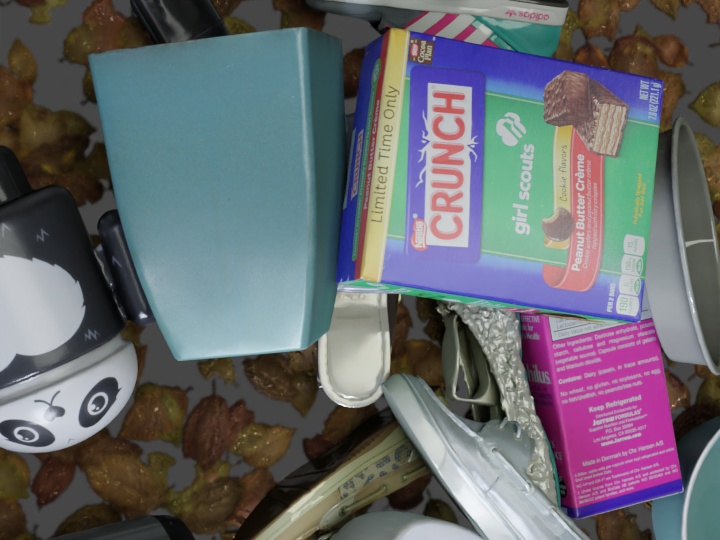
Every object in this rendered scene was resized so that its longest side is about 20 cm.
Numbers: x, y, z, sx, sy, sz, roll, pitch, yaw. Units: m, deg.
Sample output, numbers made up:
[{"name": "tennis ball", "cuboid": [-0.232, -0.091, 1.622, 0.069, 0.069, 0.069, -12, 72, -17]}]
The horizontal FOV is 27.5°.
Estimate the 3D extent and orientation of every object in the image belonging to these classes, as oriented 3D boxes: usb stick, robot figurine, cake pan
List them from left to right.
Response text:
[{"name": "robot figurine", "cuboid": [-0.225, 0.021, 0.967, 0.125, 0.150, 0.201, -31, 103, -51]}, {"name": "usb stick", "cuboid": [-0.099, -0.129, 1.070, 0.055, 0.033, 0.201, -36, 103, -25]}, {"name": "cake pan", "cuboid": [0.249, -0.017, 1.145, 0.036, 0.200, 0.202, -9, 94, 21]}]

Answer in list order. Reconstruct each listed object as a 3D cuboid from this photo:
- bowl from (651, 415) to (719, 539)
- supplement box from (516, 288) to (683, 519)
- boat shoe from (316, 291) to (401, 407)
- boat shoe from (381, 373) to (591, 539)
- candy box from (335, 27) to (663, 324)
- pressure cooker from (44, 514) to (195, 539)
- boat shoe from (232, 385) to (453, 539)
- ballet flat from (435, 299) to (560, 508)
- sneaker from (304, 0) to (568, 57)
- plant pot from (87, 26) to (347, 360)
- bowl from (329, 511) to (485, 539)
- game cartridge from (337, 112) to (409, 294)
[{"name": "bowl", "cuboid": [0.318, 0.196, 1.199, 0.199, 0.105, 0.203, 0, 90, -21]}, {"name": "supplement box", "cuboid": [0.169, 0.078, 1.141, 0.103, 0.101, 0.202, -10, 93, -21]}, {"name": "boat shoe", "cuboid": [0.000, 0.000, 1.095, 0.071, 0.060, 0.202, 3, 86, -2]}, {"name": "boat shoe", "cuboid": [0.096, 0.143, 1.051, 0.071, 0.070, 0.201, -39, 94, -7]}, {"name": "candy box", "cuboid": [0.094, -0.060, 0.993, 0.198, 0.077, 0.171, 8, 83, -13]}, {"name": "pressure cooker", "cuboid": [-0.194, 0.264, 0.955, 0.198, 0.176, 0.180, -10, 118, -21]}, {"name": "boat shoe", "cuboid": [-0.004, 0.161, 1.086, 0.199, 0.073, 0.063, -34, 99, -19]}, {"name": "ballet flat", "cuboid": [0.095, 0.102, 1.107, 0.071, 0.072, 0.202, -11, 88, -21]}, {"name": "sneaker", "cuboid": [0.048, -0.158, 1.099, 0.198, 0.084, 0.122, 7, 111, -6]}, {"name": "plant pot", "cuboid": [-0.079, -0.048, 0.973, 0.140, 0.141, 0.202, -6, 95, 9]}, {"name": "bowl", "cuboid": [0.014, 0.269, 1.060, 0.199, 0.074, 0.201, 34, 76, -55]}, {"name": "game cartridge", "cuboid": [0.047, -0.049, 1.054, 0.198, 0.042, 0.134, 1, 90, -3]}]
